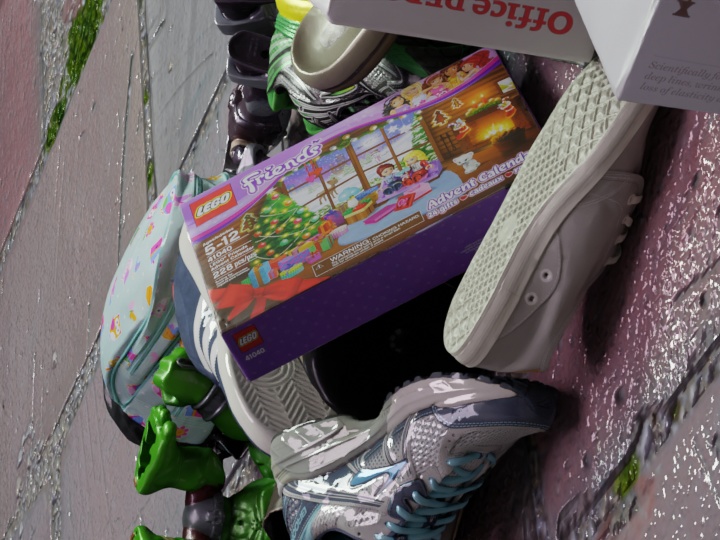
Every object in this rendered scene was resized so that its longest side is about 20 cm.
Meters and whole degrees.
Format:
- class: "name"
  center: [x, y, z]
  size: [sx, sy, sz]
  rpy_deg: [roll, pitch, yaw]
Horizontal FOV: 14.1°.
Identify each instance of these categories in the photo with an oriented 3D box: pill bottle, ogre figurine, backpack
- class: "pill bottle"
  center: [0.000, 0.000, 1.678]
  size: [0.200, 0.111, 0.113]
  rpy_deg: [-120, 41, -61]
- class: "ogre figurine"
  center: [-0.085, 0.158, 1.868]
  size: [0.098, 0.119, 0.201]
  rpy_deg: [138, 134, -59]
- class: "backpack"
  center: [-0.105, 0.023, 1.969]
  size: [0.200, 0.126, 0.168]
  rpy_deg: [127, 148, -52]

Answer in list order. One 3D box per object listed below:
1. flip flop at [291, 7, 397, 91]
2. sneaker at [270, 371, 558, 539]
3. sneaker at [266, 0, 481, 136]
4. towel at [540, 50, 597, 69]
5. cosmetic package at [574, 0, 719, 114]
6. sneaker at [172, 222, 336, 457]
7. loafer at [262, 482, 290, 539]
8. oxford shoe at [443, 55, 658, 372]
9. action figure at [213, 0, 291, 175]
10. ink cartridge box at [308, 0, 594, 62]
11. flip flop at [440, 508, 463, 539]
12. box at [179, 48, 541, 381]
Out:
- class: "flip flop"
  center: [0.016, -0.189, 1.602]
  size: [0.200, 0.057, 0.081]
  rpy_deg: [-52, 33, 20]
- class: "sneaker"
  center: [0.034, 0.112, 1.550]
  size: [0.199, 0.077, 0.087]
  rpy_deg: [-26, 63, 45]
- class: "sneaker"
  center: [0.010, -0.114, 1.716]
  size: [0.200, 0.078, 0.086]
  rpy_deg: [20, 102, 60]
- class: "towel"
  center: [0.109, -0.210, 1.553]
  size: [0.200, 0.034, 0.194]
  rpy_deg: [-150, 69, -67]
- class: "cosmetic package"
  center: [0.146, -0.152, 1.314]
  size: [0.201, 0.101, 0.074]
  rpy_deg: [-103, 27, -50]
- class: "sneaker"
  center: [-0.066, 0.055, 1.765]
  size: [0.201, 0.074, 0.085]
  rpy_deg: [-110, 27, -44]
- class: "loafer"
  center: [-0.028, 0.133, 1.742]
  size: [0.201, 0.071, 0.073]
  rpy_deg: [-107, 0, -50]
- class: "oxford shoe"
  center: [0.111, -0.033, 1.455]
  size: [0.201, 0.057, 0.075]
  rpy_deg: [-61, 18, 16]
- class: "action figure"
  center: [-0.063, -0.124, 1.964]
  size: [0.200, 0.069, 0.131]
  rpy_deg: [86, -175, -71]
- class: "ink cartridge box"
  center: [0.051, -0.226, 1.456]
  size: [0.145, 0.146, 0.201]
  rpy_deg: [-128, 50, -63]
- class: "flip flop"
  center: [0.019, 0.102, 1.667]
  size: [0.200, 0.057, 0.082]
  rpy_deg: [-117, 38, -58]
- class: "box"
  center: [0.007, -0.034, 1.568]
  size: [0.039, 0.199, 0.137]
  rpy_deg: [61, -177, -33]
